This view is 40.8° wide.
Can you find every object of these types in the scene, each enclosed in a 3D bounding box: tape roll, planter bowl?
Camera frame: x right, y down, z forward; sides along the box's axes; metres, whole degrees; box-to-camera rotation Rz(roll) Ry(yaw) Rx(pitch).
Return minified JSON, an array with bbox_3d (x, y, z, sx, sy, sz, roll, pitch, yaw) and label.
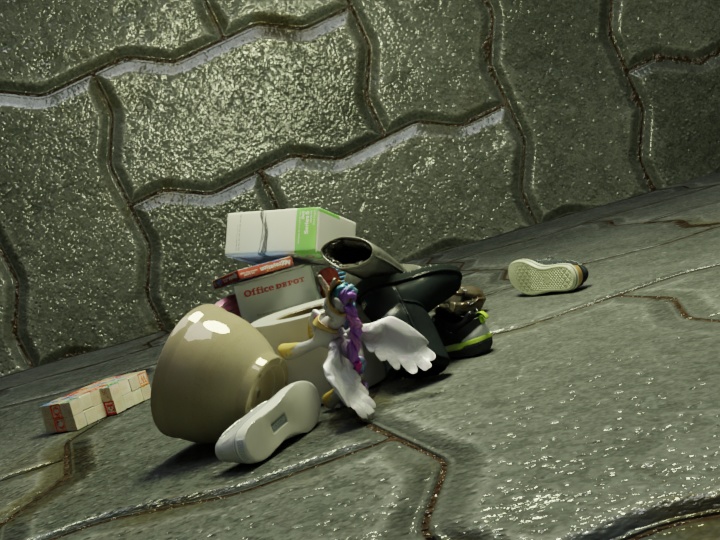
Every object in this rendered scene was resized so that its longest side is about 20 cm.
[{"bbox_3d":[-0.068,0.128,1.570,0.201,0.140,0.203,-15,4,1],"label":"tape roll"},{"bbox_3d":[-0.188,0.164,1.393,0.134,0.202,0.200,17,18,23],"label":"planter bowl"}]

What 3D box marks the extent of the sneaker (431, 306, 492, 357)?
[{"bbox_3d":[0.133,0.100,1.595,0.199,0.084,0.072,-12,5,38],"label":"sneaker"}]

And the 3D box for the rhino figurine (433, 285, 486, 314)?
[{"bbox_3d":[0.191,0.062,2.015,0.087,0.060,0.200,-2,-2,-19],"label":"rhino figurine"}]

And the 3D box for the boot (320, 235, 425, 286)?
[{"bbox_3d":[-0.001,-0.002,1.569,0.181,0.073,0.199,-8,-11,35],"label":"boot"}]

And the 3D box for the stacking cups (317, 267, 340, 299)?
[{"bbox_3d":[-0.041,0.082,1.747,0.060,0.201,0.061,-14,-39,-11],"label":"stacking cups"}]

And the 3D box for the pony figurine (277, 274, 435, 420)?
[{"bbox_3d":[-0.019,0.116,1.370,0.166,0.193,0.200,-35,-12,-36],"label":"pony figurine"}]

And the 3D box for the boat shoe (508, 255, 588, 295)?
[{"bbox_3d":[0.379,0.010,1.968,0.062,0.075,0.199,-12,7,-34],"label":"boat shoe"}]

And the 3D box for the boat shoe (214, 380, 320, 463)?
[{"bbox_3d":[-0.122,0.207,1.303,0.068,0.073,0.200,-13,14,29],"label":"boat shoe"}]

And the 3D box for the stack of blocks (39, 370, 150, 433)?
[{"bbox_3d":[-0.534,0.267,1.971,0.114,0.059,0.200,-13,5,29],"label":"stack of blocks"}]

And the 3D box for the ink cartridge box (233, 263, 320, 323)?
[{"bbox_3d":[-0.134,0.099,1.751,0.143,0.202,0.085,-15,4,-1],"label":"ink cartridge box"}]

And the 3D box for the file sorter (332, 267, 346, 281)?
[{"bbox_3d":[0.004,0.054,2.059,0.138,0.124,0.200,-14,11,1],"label":"file sorter"}]

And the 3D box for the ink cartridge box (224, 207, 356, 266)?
[{"bbox_3d":[-0.129,-0.058,1.786,0.198,0.085,0.145,-1,-9,28],"label":"ink cartridge box"}]

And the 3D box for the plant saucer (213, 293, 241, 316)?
[{"bbox_3d":[-0.236,0.142,1.836,0.200,0.202,0.051,-19,38,-41],"label":"plant saucer"}]

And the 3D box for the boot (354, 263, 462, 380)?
[{"bbox_3d":[0.099,0.083,1.498,0.199,0.169,0.077,-8,-32,-30],"label":"boot"}]

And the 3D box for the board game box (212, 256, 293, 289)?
[{"bbox_3d":[-0.200,0.005,1.773,0.102,0.020,0.200,-17,0,-22],"label":"board game box"}]
